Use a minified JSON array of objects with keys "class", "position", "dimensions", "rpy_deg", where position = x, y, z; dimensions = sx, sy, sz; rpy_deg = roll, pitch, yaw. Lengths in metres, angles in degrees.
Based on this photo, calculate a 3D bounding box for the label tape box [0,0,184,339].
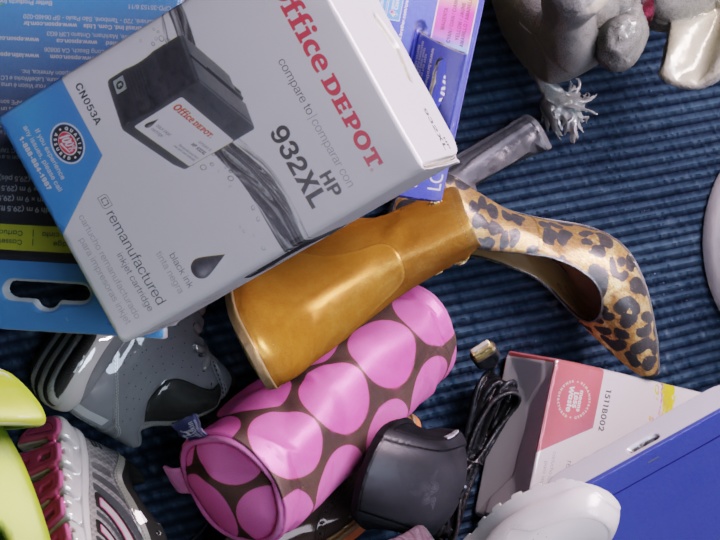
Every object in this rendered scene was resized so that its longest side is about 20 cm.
[{"class":"label tape box","position":[-0.173,-0.065,1.421],"dimensions":[0.143,0.066,0.200],"rpy_deg":[3,94,6]}]

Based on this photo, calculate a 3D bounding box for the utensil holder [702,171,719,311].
[{"class":"utensil holder","position":[0.359,-0.018,1.665],"dimensions":[0.170,0.200,0.170],"rpy_deg":[-1,93,-27]}]

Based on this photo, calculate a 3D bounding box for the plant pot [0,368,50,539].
[{"class":"plant pot","position":[-0.283,0.144,1.338],"dimensions":[0.200,0.199,0.182],"rpy_deg":[2,85,-28]}]

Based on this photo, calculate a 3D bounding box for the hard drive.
[{"class":"hard drive","position":[0.217,0.180,1.612],"dimensions":[0.132,0.025,0.200],"rpy_deg":[-29,127,-2]}]

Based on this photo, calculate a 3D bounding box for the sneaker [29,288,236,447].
[{"class":"sneaker","position":[-0.108,0.021,1.497],"dimensions":[0.115,0.075,0.200],"rpy_deg":[39,83,-31]}]

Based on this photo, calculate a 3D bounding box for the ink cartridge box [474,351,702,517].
[{"class":"ink cartridge box","position":[0.187,0.131,1.654],"dimensions":[0.200,0.067,0.117],"rpy_deg":[13,87,-29]}]

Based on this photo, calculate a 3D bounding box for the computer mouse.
[{"class":"computer mouse","position":[0.060,0.109,1.530],"dimensions":[0.141,0.046,0.200],"rpy_deg":[-68,159,-4]}]

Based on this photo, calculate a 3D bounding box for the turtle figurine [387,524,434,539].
[{"class":"turtle figurine","position":[-0.049,0.214,1.443],"dimensions":[0.200,0.150,0.101],"rpy_deg":[-17,80,-21]}]

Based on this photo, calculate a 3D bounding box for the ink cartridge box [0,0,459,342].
[{"class":"ink cartridge box","position":[-0.071,-0.073,1.319],"dimensions":[0.200,0.084,0.145],"rpy_deg":[-29,88,17]}]

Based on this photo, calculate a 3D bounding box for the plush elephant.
[{"class":"plush elephant","position":[0.171,-0.191,1.583],"dimensions":[0.155,0.165,0.200],"rpy_deg":[-31,136,-10]}]

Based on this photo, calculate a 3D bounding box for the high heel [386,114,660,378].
[{"class":"high heel","position":[0.105,0.010,1.596],"dimensions":[0.142,0.071,0.200],"rpy_deg":[-32,90,-29]}]

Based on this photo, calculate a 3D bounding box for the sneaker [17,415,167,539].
[{"class":"sneaker","position":[-0.155,0.182,1.437],"dimensions":[0.087,0.074,0.200],"rpy_deg":[21,44,-36]}]

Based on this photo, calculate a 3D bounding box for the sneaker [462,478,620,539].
[{"class":"sneaker","position":[0.089,0.210,1.542],"dimensions":[0.076,0.081,0.200],"rpy_deg":[37,117,-26]}]

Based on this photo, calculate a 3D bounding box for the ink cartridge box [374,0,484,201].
[{"class":"ink cartridge box","position":[0.009,-0.122,1.414],"dimensions":[0.076,0.200,0.137],"rpy_deg":[9,102,-15]}]

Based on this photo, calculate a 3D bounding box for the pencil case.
[{"class":"pencil case","position":[-0.028,0.083,1.503],"dimensions":[0.200,0.094,0.091],"rpy_deg":[-38,112,-41]}]

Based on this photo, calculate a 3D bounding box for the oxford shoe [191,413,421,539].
[{"class":"oxford shoe","position":[-0.043,0.147,1.532],"dimensions":[0.200,0.071,0.073],"rpy_deg":[-44,107,-19]}]

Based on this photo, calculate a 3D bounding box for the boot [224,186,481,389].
[{"class":"boot","position":[0.000,0.000,1.455],"dimensions":[0.144,0.201,0.071],"rpy_deg":[-22,102,10]}]
